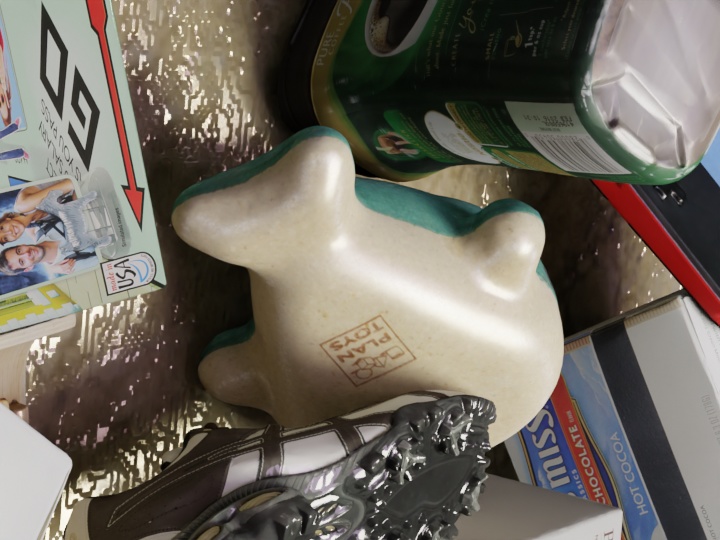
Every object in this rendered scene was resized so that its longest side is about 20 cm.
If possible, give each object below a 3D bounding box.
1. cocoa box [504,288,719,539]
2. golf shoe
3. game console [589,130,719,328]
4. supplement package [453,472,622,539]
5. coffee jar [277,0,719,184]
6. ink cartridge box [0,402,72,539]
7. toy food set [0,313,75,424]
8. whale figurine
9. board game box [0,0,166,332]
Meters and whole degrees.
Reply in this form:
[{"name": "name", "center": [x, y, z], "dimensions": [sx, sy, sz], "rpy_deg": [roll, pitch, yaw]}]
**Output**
[{"name": "cocoa box", "center": [0.173, 0.110, 1.207], "dimensions": [0.133, 0.131, 0.201], "rpy_deg": [-17, 84, -50]}, {"name": "golf shoe", "center": [-0.027, 0.081, 0.957], "dimensions": [0.200, 0.094, 0.078], "rpy_deg": [-19, 125, -48]}, {"name": "game console", "center": [0.161, -0.081, 1.186], "dimensions": [0.177, 0.031, 0.200], "rpy_deg": [48, 40, -4]}, {"name": "supplement package", "center": [0.011, 0.163, 1.074], "dimensions": [0.200, 0.117, 0.118], "rpy_deg": [-12, 108, -52]}, {"name": "coffee jar", "center": [0.056, -0.088, 1.001], "dimensions": [0.085, 0.200, 0.105], "rpy_deg": [37, 69, -35]}, {"name": "ink cartridge box", "center": [-0.205, 0.042, 0.683], "dimensions": [0.146, 0.199, 0.083], "rpy_deg": [46, 60, -49]}, {"name": "toy food set", "center": [-0.151, 0.124, 0.894], "dimensions": [0.143, 0.060, 0.201], "rpy_deg": [-19, 114, -50]}, {"name": "whale figurine", "center": [0.000, 0.000, 1.021], "dimensions": [0.200, 0.159, 0.104], "rpy_deg": [46, 24, -44]}, {"name": "board game box", "center": [-0.144, -0.063, 0.794], "dimensions": [0.134, 0.029, 0.201], "rpy_deg": [-16, 128, -10]}]
